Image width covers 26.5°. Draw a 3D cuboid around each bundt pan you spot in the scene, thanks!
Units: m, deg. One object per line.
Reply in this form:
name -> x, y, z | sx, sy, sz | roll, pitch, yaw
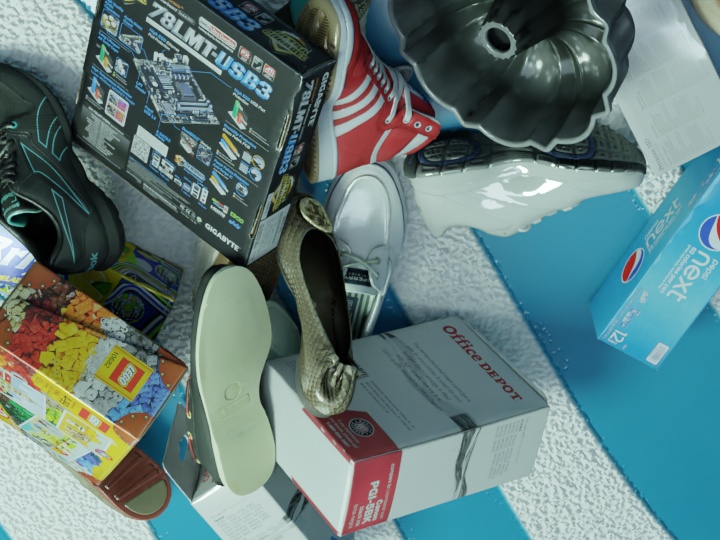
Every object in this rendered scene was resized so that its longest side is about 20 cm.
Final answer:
bundt pan -> 0.123, -0.195, 1.171 | 0.202, 0.076, 0.202 | 26, 142, 22

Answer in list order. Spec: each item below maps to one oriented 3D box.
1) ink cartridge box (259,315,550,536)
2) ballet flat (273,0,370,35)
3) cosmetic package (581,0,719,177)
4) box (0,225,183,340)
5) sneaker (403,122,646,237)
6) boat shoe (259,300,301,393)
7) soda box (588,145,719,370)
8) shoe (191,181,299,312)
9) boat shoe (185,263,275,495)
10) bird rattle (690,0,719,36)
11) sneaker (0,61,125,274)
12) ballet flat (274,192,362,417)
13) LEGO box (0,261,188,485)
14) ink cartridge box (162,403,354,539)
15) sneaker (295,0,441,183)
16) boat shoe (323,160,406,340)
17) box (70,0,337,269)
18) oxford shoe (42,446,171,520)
ink cartridge box -> 0.034, 0.125, 1.283 | 0.200, 0.147, 0.083 | -12, 127, -31
ballet flat -> -0.045, -0.188, 1.232 | 0.200, 0.068, 0.075 | -37, 131, 23
cosmetic package -> 0.228, -0.182, 1.226 | 0.082, 0.051, 0.200 | -27, 112, 12
box -> -0.257, -0.006, 1.317 | 0.200, 0.070, 0.064 | 25, 112, -10
sneaker -> 0.139, -0.074, 1.281 | 0.199, 0.075, 0.087 | -3, 128, 11
boat shoe -> -0.063, 0.109, 1.362 | 0.060, 0.072, 0.202 | -17, 128, 20
soda box -> 0.277, -0.019, 1.294 | 0.064, 0.068, 0.200 | 28, 114, -12
shoe -> -0.102, -0.027, 1.318 | 0.070, 0.053, 0.200 | -1, 127, -36
boat shoe -> -0.113, 0.085, 1.242 | 0.074, 0.063, 0.202 | -21, 122, -34
bird rattle -> 0.338, -0.233, 1.193 | 0.163, 0.113, 0.200 | -1, 130, 15
sneaker -> -0.268, -0.084, 1.243 | 0.075, 0.079, 0.200 | -40, 81, 38
ballet flat -> -0.030, 0.021, 1.229 | 0.067, 0.200, 0.046 | 19, 142, -38
LEGO box -> -0.242, 0.091, 1.272 | 0.149, 0.077, 0.200 | 35, 155, -5
ink cartridge box -> -0.088, 0.203, 1.389 | 0.068, 0.116, 0.200 | -32, 112, 15
sneaker -> 0.010, -0.151, 1.201 | 0.112, 0.071, 0.200 | -14, 150, -14
boat shoe -> 0.000, 0.000, 1.314 | 0.073, 0.067, 0.200 | 5, 116, -1
box -> -0.129, -0.133, 1.189 | 0.200, 0.050, 0.199 | 36, 132, 18
oxford shoe -> -0.259, 0.155, 1.398 | 0.070, 0.075, 0.200 | -40, 92, -24
